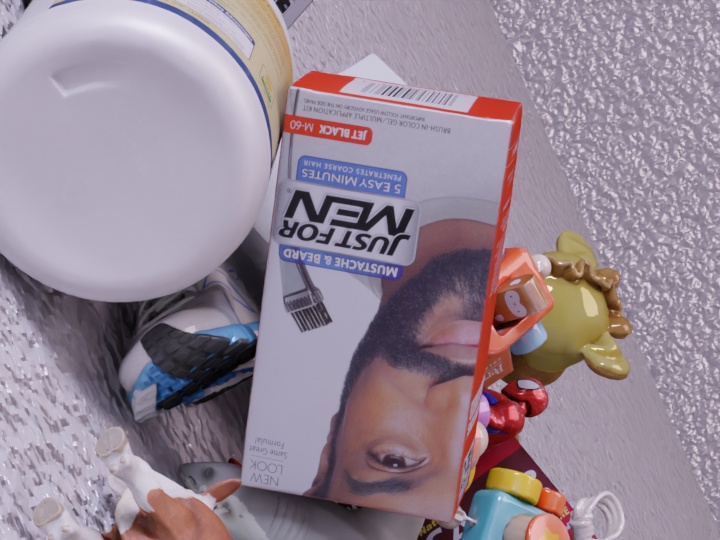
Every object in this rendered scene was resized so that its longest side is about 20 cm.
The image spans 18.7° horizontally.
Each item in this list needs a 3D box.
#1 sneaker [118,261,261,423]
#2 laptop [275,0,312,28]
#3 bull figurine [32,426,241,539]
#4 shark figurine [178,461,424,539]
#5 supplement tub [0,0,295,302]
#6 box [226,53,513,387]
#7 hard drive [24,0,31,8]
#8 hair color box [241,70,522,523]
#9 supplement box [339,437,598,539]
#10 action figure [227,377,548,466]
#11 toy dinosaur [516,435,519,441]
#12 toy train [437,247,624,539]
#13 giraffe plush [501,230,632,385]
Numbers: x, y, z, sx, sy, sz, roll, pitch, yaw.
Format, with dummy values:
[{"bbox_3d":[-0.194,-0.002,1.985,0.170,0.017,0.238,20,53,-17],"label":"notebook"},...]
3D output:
[{"bbox_3d":[-0.094,0.023,1.127,0.087,0.075,0.200,60,4,3],"label":"sneaker"},{"bbox_3d":[-0.077,-0.180,1.460,0.116,0.200,0.187,32,-13,40],"label":"laptop"},{"bbox_3d":[-0.086,0.142,0.930,0.121,0.065,0.200,47,20,-46],"label":"bull figurine"},{"bbox_3d":[0.014,0.160,1.134,0.090,0.128,0.215,-54,125,-24],"label":"shark figurine"},{"bbox_3d":[-0.107,-0.084,1.070,0.145,0.144,0.200,62,13,-18],"label":"supplement tub"},{"bbox_3d":[0.000,0.000,1.245,0.098,0.124,0.200,47,-18,38],"label":"box"},{"bbox_3d":[-0.128,-0.148,1.281,0.200,0.042,0.135,36,31,-47],"label":"hard drive"},{"bbox_3d":[0.010,0.012,1.069,0.064,0.110,0.201,-54,152,-74],"label":"hair color box"},{"bbox_3d":[0.087,0.184,1.267,0.109,0.061,0.200,-32,76,-37],"label":"supplement box"},{"bbox_3d":[0.025,0.090,1.216,0.199,0.065,0.052,-10,72,-33],"label":"action figure"},{"bbox_3d":[0.068,0.145,1.519,0.060,0.106,0.200,56,23,-32],"label":"toy dinosaur"},{"bbox_3d":[0.088,0.087,1.186,0.056,0.150,0.200,-3,-64,55],"label":"toy train"},{"bbox_3d":[0.092,0.023,1.482,0.200,0.162,0.173,153,-58,-62],"label":"giraffe plush"}]
